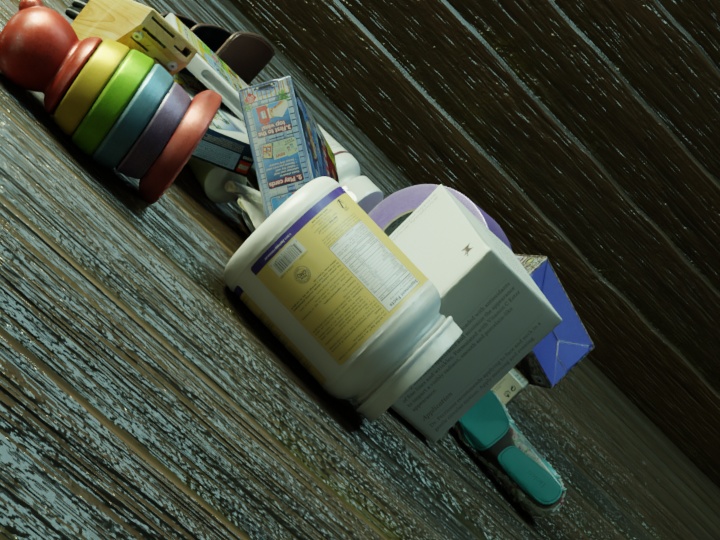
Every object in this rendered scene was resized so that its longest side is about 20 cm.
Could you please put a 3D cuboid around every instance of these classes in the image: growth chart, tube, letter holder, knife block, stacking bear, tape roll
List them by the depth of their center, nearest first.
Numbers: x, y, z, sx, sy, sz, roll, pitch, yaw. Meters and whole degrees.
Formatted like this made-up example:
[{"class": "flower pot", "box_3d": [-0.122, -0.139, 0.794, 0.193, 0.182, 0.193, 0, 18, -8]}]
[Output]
[{"class": "stacking bear", "box_3d": [-0.239, -0.163, 1.265, 0.199, 0.122, 0.114, 34, 5, -12]}, {"class": "knife block", "box_3d": [-0.242, -0.243, 1.391, 0.064, 0.199, 0.177, 39, 41, -34]}, {"class": "growth chart", "box_3d": [-0.080, -0.017, 1.521, 0.144, 0.018, 0.201, 31, 27, -56]}, {"class": "tube", "box_3d": [-0.186, -0.143, 1.616, 0.200, 0.051, 0.058, -127, -154, -51]}, {"class": "tape roll", "box_3d": [0.087, 0.000, 1.745, 0.200, 0.200, 0.085, 51, 9, 30]}, {"class": "letter holder", "box_3d": [-0.207, -0.286, 1.831, 0.101, 0.142, 0.200, 46, 9, 6]}]

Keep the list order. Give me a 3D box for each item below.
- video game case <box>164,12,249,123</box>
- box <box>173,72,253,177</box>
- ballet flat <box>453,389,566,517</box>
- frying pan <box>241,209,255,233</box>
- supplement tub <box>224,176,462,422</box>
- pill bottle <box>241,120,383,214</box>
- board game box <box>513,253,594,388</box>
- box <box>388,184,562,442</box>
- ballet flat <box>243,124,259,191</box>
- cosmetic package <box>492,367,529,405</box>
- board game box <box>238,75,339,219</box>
[{"class": "video game case", "box_3d": [-0.160, -0.220, 1.635, 0.182, 0.023, 0.200, 43, 7, -19]}, {"class": "box", "box_3d": [-0.203, -0.178, 1.540, 0.136, 0.038, 0.200, 19, 18, -28]}, {"class": "ballet flat", "box_3d": [0.163, 0.212, 1.640, 0.201, 0.075, 0.064, 54, -20, 19]}, {"class": "frying pan", "box_3d": [-0.104, -0.052, 1.655, 0.115, 0.031, 0.190, 42, 12, -33]}, {"class": "supplement tub", "box_3d": [-0.015, 0.028, 1.310, 0.200, 0.145, 0.145, 46, 9, 2]}, {"class": "pill bottle", "box_3d": [-0.070, -0.133, 1.845, 0.200, 0.110, 0.109, 43, 7, 19]}, {"class": "board game box", "box_3d": [0.211, 0.067, 1.994, 0.199, 0.097, 0.160, 6, -49, 60]}, {"class": "box", "box_3d": [0.085, 0.044, 1.534, 0.131, 0.199, 0.200, 42, 10, -25]}, {"class": "ballet flat", "box_3d": [-0.111, -0.110, 1.706, 0.200, 0.068, 0.067, 41, -21, -10]}, {"class": "cosmetic package", "box_3d": [0.139, 0.108, 1.923, 0.200, 0.071, 0.105, 47, 8, 7]}, {"class": "board game box", "box_3d": [-0.060, -0.068, 1.478, 0.200, 0.061, 0.202, 58, 20, -65]}]
